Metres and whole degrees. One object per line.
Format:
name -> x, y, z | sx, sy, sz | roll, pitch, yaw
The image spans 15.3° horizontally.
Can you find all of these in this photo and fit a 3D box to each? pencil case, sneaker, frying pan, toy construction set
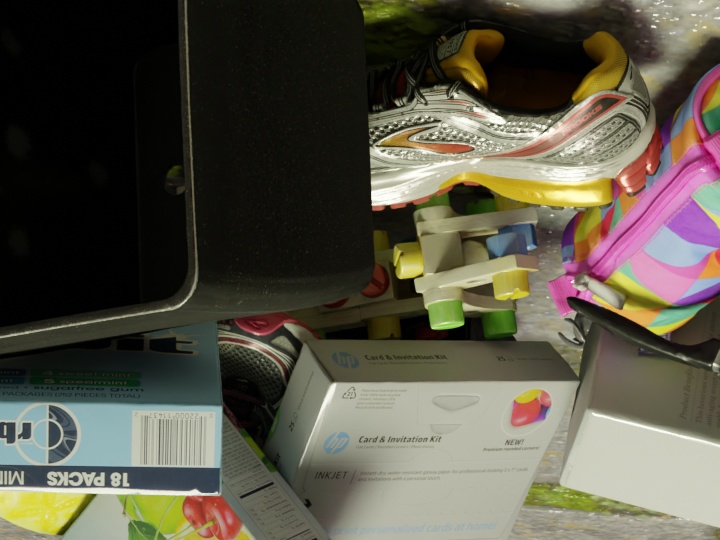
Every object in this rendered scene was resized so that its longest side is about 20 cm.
pencil case -> 0.161, -0.030, 1.290 | 0.088, 0.089, 0.200 | 9, 155, -13
sneaker -> -0.066, 0.096, 1.413 | 0.080, 0.075, 0.200 | 20, 134, 8
sneaker -> 0.036, -0.081, 1.227 | 0.199, 0.078, 0.082 | -1, 138, 13
frying pan -> 0.199, 0.060, 1.308 | 0.190, 0.031, 0.115 | 30, 175, 41
toy construction set -> 0.000, 0.000, 1.391 | 0.199, 0.093, 0.131 | 5, 173, 12

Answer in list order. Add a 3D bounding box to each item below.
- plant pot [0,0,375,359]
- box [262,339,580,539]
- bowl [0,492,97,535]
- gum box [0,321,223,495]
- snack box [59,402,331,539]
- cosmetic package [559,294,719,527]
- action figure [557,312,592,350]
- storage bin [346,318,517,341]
plant pot -> -0.100, -0.058, 1.147 | 0.199, 0.200, 0.177 | -10, 166, 32
box -> 0.011, 0.128, 1.412 | 0.155, 0.041, 0.200 | 1, 125, -32
bowl -> -0.158, 0.027, 1.402 | 0.108, 0.201, 0.200 | -33, 143, 22
gum box -> -0.148, 0.052, 1.223 | 0.169, 0.045, 0.200 | 1, -168, -4
snack box -> -0.096, 0.183, 1.375 | 0.053, 0.142, 0.200 | -18, 154, -52
cosmetic package -> 0.212, 0.080, 1.392 | 0.199, 0.102, 0.071 | 16, 139, 0
action figure -> 0.208, 0.039, 1.489 | 0.199, 0.070, 0.130 | 3, 164, 12
storage bin -> -0.017, 0.084, 1.548 | 0.199, 0.136, 0.094 | -5, 157, 22
